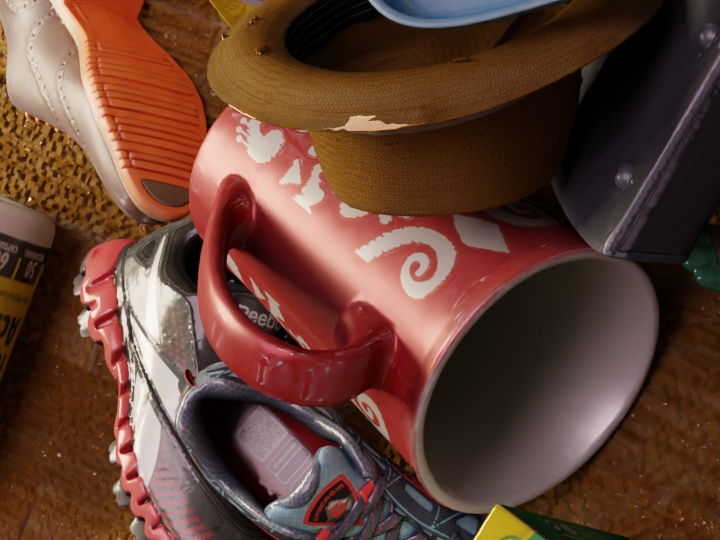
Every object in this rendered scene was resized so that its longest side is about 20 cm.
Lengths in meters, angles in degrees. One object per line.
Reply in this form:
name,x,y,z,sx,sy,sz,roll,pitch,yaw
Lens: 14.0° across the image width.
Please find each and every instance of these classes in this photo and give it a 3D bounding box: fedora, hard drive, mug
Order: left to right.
mug,0.008,-0.009,1.293,0.134,0.177,0.200,-55,49,8
fedora,0.035,-0.076,1.225,0.200,0.201,0.082,11,122,37
hard drive,0.130,-0.078,1.216,0.135,0.042,0.200,-60,12,13

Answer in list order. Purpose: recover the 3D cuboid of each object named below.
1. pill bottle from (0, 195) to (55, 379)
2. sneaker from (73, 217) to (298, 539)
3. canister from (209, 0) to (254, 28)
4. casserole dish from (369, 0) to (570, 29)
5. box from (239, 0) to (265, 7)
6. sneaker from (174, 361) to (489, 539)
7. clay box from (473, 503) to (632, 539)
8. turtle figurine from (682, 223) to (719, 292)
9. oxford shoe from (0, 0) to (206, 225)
pill bottle,-0.240,0.048,1.492,0.111,0.111,0.200,22,91,38
sneaker,-0.072,0.059,1.391,0.098,0.071,0.201,-31,60,28
canister,-0.061,-0.217,1.412,0.086,0.149,0.200,-27,59,8
casserole dish,0.077,-0.161,1.166,0.200,0.039,0.121,-16,75,0
box,0.005,-0.197,1.262,0.200,0.039,0.041,-51,37,29
sneaker,-0.007,0.113,1.289,0.200,0.096,0.079,34,92,14
clay box,0.050,0.200,1.236,0.048,0.115,0.200,35,99,36
turtle figurine,0.211,-0.078,1.197,0.200,0.101,0.150,-43,11,34
oxford shoe,-0.135,-0.089,1.487,0.073,0.071,0.200,-47,47,28
